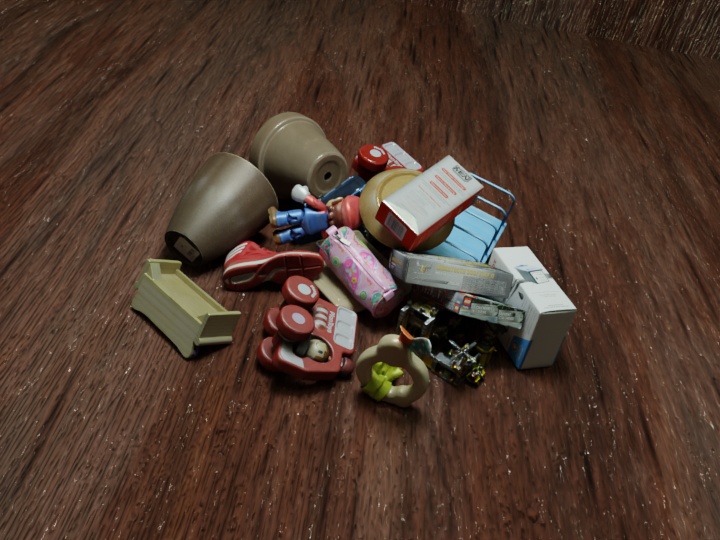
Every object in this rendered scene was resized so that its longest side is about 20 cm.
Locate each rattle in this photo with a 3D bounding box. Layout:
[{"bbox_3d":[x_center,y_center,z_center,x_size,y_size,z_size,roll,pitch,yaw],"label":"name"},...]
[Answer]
[{"bbox_3d":[0.076,0.126,1.254,0.130,0.200,0.143,29,44,20],"label":"rattle"}]

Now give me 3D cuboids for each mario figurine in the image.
[{"bbox_3d":[-0.086,-0.111,1.534,0.200,0.124,0.106,-11,66,-5],"label":"mario figurine"}]

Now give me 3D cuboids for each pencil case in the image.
[{"bbox_3d":[0.000,0.000,1.456,0.087,0.088,0.200,-19,56,-35],"label":"pencil case"}]

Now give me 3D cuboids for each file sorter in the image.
[{"bbox_3d":[0.222,-0.088,1.587,0.139,0.123,0.200,28,61,11],"label":"file sorter"}]

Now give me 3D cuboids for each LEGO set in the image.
[{"bbox_3d":[0.157,0.110,1.372,0.154,0.116,0.200,-25,49,-39],"label":"LEGO set"}]

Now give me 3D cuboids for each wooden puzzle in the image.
[{"bbox_3d":[-0.021,0.006,1.540,0.185,0.037,0.200,-18,50,-32],"label":"wooden puzzle"}]

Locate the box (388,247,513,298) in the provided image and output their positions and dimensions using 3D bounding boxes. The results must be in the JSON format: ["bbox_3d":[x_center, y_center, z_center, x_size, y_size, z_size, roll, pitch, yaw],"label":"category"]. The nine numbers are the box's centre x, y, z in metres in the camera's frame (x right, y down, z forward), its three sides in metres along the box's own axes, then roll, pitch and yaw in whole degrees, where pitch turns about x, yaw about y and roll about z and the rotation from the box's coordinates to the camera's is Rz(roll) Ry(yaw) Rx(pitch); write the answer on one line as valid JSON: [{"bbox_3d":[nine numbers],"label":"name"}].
[{"bbox_3d":[0.164,0.003,1.400,0.200,0.048,0.158,9,6,-10],"label":"box"}]

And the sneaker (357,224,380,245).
[{"bbox_3d":[0.010,-0.126,1.704,0.091,0.076,0.200,-6,48,-32],"label":"sneaker"}]

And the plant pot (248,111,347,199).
[{"bbox_3d":[-0.124,-0.236,1.678,0.200,0.201,0.175,-19,37,-35],"label":"plant pot"}]

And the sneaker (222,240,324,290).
[{"bbox_3d":[-0.178,-0.029,1.493,0.200,0.078,0.116,-6,38,-9],"label":"sneaker"}]

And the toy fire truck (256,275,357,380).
[{"bbox_3d":[-0.083,0.115,1.326,0.168,0.112,0.200,24,35,-14],"label":"toy fire truck"}]

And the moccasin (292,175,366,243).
[{"bbox_3d":[-0.067,-0.130,1.615,0.200,0.080,0.068,-31,51,8],"label":"moccasin"}]

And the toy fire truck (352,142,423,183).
[{"bbox_3d":[0.082,-0.206,1.657,0.168,0.112,0.200,-27,59,-37],"label":"toy fire truck"}]

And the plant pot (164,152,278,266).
[{"bbox_3d":[-0.298,-0.106,1.517,0.187,0.187,0.200,23,52,16],"label":"plant pot"}]

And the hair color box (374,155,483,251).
[{"bbox_3d":[0.134,-0.132,1.443,0.200,0.061,0.102,-36,73,-30],"label":"hair color box"}]

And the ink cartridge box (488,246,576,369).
[{"bbox_3d":[0.315,0.069,1.444,0.086,0.147,0.200,-4,38,-21],"label":"ink cartridge box"}]

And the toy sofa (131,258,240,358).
[{"bbox_3d":[-0.319,0.068,1.351,0.200,0.098,0.083,35,18,29],"label":"toy sofa"}]

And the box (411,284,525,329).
[{"bbox_3d":[0.201,0.058,1.420,0.137,0.040,0.200,14,5,-23],"label":"box"}]

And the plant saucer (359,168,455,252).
[{"bbox_3d":[0.098,-0.132,1.498,0.200,0.035,0.201,4,62,-8],"label":"plant saucer"}]
